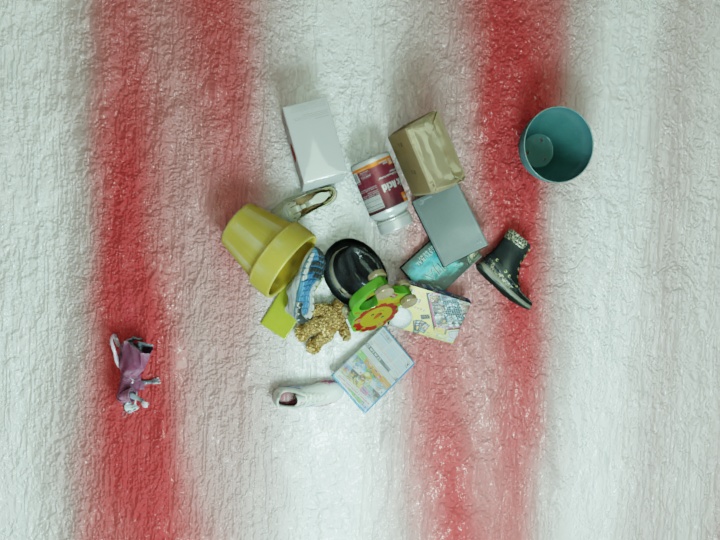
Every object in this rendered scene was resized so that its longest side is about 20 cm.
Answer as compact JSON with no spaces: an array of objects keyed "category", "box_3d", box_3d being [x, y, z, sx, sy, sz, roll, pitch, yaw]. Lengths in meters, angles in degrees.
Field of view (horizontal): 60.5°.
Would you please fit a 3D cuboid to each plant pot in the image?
[{"category":"plant pot","box_3d":[0.518,-0.338,1.705,0.198,0.135,0.202,-1,93,-9]},{"category":"plant pot","box_3d":[-0.244,-0.065,1.577,0.188,0.201,0.201,38,87,6]}]

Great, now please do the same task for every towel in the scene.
[{"category":"towel","box_3d":[-0.185,0.080,1.671,0.086,0.018,0.201,31,89,10]}]

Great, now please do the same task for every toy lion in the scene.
[{"category":"toy lion","box_3d":[0.038,0.093,1.607,0.191,0.199,0.069,-38,59,20]}]

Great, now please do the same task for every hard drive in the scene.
[{"category":"hard drive","box_3d":[0.245,-0.129,1.701,0.139,0.033,0.201,-25,83,-3]}]

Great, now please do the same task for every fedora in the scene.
[{"category":"fedora","box_3d":[0.000,0.000,1.636,0.199,0.092,0.203,7,74,-23]}]

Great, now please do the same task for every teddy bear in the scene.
[{"category":"teddy bear","box_3d":[-0.086,0.143,1.672,0.199,0.067,0.146,-24,100,-6]}]

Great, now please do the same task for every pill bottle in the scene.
[{"category":"pill bottle","box_3d":[0.061,-0.205,1.649,0.113,0.114,0.201,-24,97,-7]}]

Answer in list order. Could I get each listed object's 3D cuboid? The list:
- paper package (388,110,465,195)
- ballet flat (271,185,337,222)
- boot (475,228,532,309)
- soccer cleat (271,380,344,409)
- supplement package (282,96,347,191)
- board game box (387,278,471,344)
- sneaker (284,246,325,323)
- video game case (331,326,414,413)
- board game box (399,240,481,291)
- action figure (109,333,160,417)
[{"category":"paper package","box_3d":[0.170,-0.301,1.617,0.103,0.200,0.192,-25,98,-6]},{"category":"ballet flat","box_3d":[-0.153,-0.176,1.642,0.199,0.062,0.068,-28,97,-6]},{"category":"boot","box_3d":[0.444,-0.002,1.747,0.203,0.073,0.154,40,85,-9]},{"category":"soccer cleat","box_3d":[-0.139,0.344,1.667,0.198,0.086,0.071,-5,95,-9]},{"category":"supplement package","box_3d":[-0.121,-0.323,1.598,0.119,0.121,0.202,-16,89,-8]},{"category":"board game box","box_3d":[0.189,0.114,1.711,0.198,0.035,0.136,17,110,-10]},{"category":"sneaker","box_3d":[-0.157,0.031,1.622,0.075,0.086,0.202,13,95,-49]},{"category":"video game case","box_3d":[0.037,0.274,1.711,0.200,0.018,0.143,-42,100,-14]},{"category":"board game box","box_3d":[0.226,-0.024,1.732,0.200,0.028,0.135,-42,98,-4]},{"category":"action figure","box_3d":[-0.588,0.274,1.566,0.148,0.134,0.202,14,89,-9]}]
